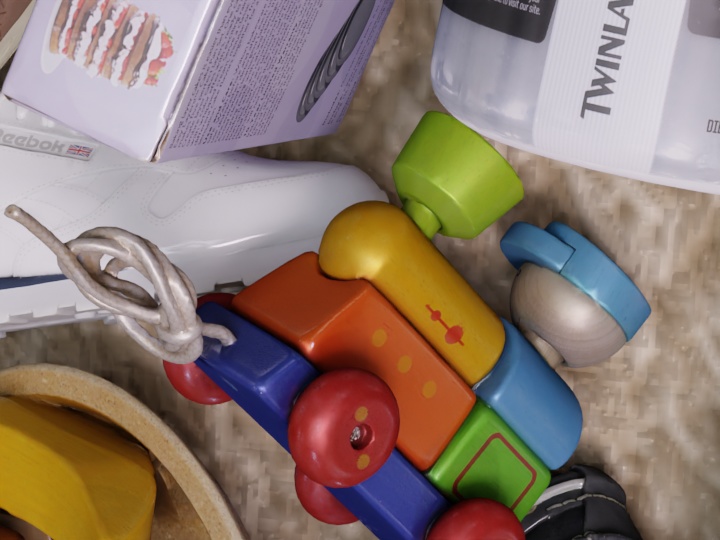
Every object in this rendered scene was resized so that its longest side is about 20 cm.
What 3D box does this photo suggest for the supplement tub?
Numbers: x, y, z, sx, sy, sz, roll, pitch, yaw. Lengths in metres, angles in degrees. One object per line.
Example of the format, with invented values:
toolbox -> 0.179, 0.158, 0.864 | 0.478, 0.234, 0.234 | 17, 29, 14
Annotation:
supplement tub -> 0.096, -0.130, 0.708 | 0.122, 0.123, 0.200 | 15, 104, 12

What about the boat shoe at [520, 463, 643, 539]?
boat shoe -> 0.013, 0.136, 0.820 | 0.200, 0.072, 0.068 | -37, 51, 25

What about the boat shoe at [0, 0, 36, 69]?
boat shoe -> -0.085, -0.135, 0.772 | 0.075, 0.075, 0.202 | 49, 122, 2

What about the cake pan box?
cake pan box -> -0.011, -0.130, 0.700 | 0.052, 0.184, 0.200 | 26, 103, 9

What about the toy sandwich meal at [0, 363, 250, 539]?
toy sandwich meal -> -0.111, 0.122, 0.808 | 0.205, 0.070, 0.205 | 9, 103, 41

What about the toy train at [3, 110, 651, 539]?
toy train -> 0.000, 0.000, 0.729 | 0.116, 0.085, 0.200 | -51, 129, -10

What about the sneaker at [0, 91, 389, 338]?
sneaker -> -0.090, -0.023, 0.809 | 0.200, 0.076, 0.081 | -6, 84, 13
